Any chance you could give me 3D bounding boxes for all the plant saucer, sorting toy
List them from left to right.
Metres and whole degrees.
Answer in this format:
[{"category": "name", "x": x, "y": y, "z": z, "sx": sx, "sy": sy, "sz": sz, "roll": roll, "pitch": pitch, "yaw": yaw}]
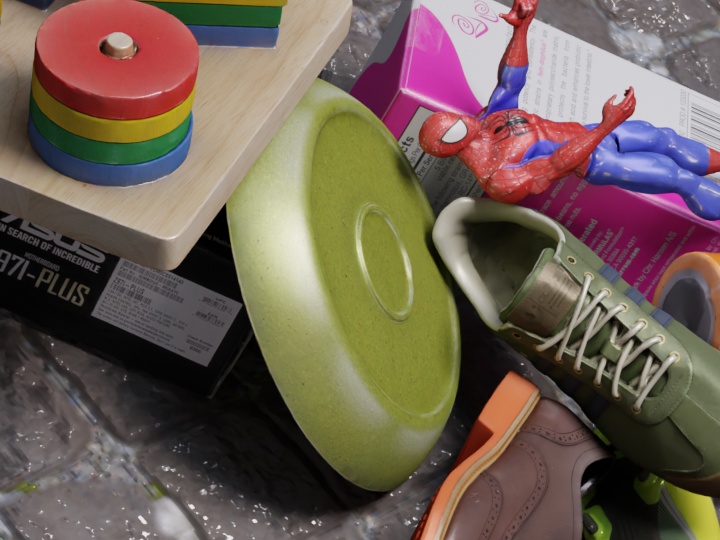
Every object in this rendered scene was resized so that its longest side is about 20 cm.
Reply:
[{"category": "sorting toy", "x": -0.126, "y": -0.115, "z": 1.251, "sx": 0.198, "sy": 0.070, "sz": 0.200, "roll": 21, "pitch": 42, "yaw": 11}, {"category": "plant saucer", "x": 0.000, "y": 0.000, "z": 1.318, "sx": 0.200, "sy": 0.031, "sz": 0.201, "roll": 46, "pitch": 36, "yaw": -48}]

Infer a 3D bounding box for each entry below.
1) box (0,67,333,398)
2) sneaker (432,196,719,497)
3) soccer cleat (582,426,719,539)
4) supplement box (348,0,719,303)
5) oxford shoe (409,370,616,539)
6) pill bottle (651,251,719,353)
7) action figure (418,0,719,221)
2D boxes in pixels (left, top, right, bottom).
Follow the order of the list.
[{"category": "box", "x": -0.128, "y": -0.058, "z": 1.341, "sx": 0.199, "sy": 0.086, "sz": 0.164, "roll": 24, "pitch": 40, "yaw": -9}, {"category": "sneaker", "x": 0.103, "y": 0.030, "z": 1.333, "sx": 0.090, "sy": 0.067, "sz": 0.200, "roll": 28, "pitch": 12, "yaw": -47}, {"category": "soccer cleat", "x": 0.146, "y": 0.135, "z": 1.359, "sx": 0.084, "sy": 0.064, "sz": 0.201, "roll": 46, "pitch": 26, "yaw": -32}, {"category": "supplement box", "x": 0.094, "y": -0.053, "z": 1.467, "sx": 0.199, "sy": 0.104, "sz": 0.102, "roll": 24, "pitch": 41, "yaw": -12}, {"category": "oxford shoe", "x": 0.062, "y": 0.124, "z": 1.284, "sx": 0.072, "sy": 0.071, "sz": 0.200, "roll": 28, "pitch": 44, "yaw": 4}, {"category": "pill bottle", "x": 0.240, "y": 0.034, "z": 1.407, "sx": 0.199, "sy": 0.106, "sz": 0.107, "roll": 5, "pitch": 47, "yaw": -27}, {"category": "action figure", "x": 0.126, "y": -0.075, "z": 1.363, "sx": 0.198, "sy": 0.099, "sz": 0.065, "roll": 2, "pitch": 40, "yaw": -20}]
